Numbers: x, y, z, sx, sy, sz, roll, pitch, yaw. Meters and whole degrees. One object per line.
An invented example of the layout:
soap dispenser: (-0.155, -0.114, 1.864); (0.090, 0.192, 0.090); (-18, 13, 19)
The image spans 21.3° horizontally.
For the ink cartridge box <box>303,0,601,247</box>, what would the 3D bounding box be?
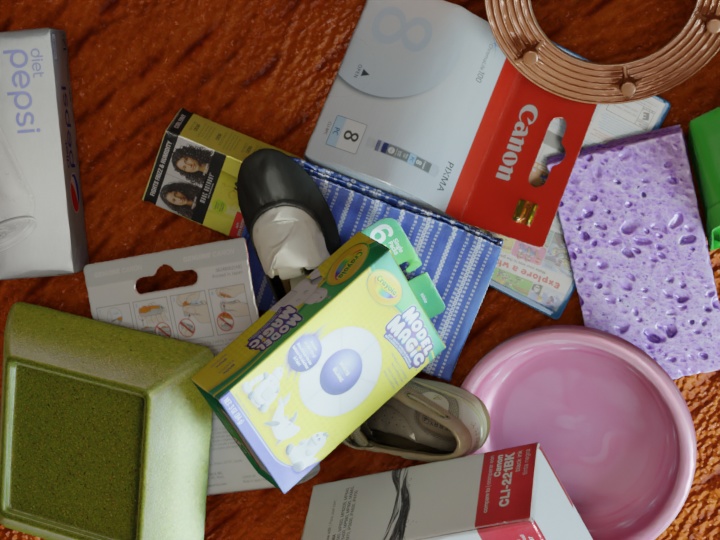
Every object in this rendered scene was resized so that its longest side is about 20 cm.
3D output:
ink cartridge box: (0.076, -0.124, 1.509); (0.200, 0.047, 0.160); (19, 76, 12)

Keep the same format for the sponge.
sponge: (0.225, -0.008, 1.538); (0.111, 0.030, 0.200); (-12, 104, 11)

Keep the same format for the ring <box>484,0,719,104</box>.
ring: (0.194, -0.213, 1.456); (0.200, 0.019, 0.201); (1, 122, 1)

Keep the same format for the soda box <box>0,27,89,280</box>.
soda box: (-0.269, -0.095, 1.557); (0.068, 0.063, 0.200); (-4, 95, 3)

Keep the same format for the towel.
towel: (0.000, 0.000, 1.521); (0.200, 0.024, 0.145); (21, 122, 1)

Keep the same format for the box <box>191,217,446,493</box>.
box: (-0.019, 0.062, 1.453); (0.200, 0.048, 0.117); (-43, 129, -15)

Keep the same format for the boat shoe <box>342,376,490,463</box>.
boat shoe: (0.003, 0.111, 1.541); (0.200, 0.065, 0.072); (15, 108, 22)

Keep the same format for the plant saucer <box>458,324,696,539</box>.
plant saucer: (0.173, 0.136, 1.547); (0.200, 0.051, 0.201); (5, 107, 16)

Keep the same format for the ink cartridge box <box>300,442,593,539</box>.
ink cartridge box: (0.070, 0.227, 1.509); (0.200, 0.084, 0.144); (-14, 129, 21)

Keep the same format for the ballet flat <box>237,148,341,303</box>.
ballet flat: (-0.043, 0.001, 1.480); (0.068, 0.068, 0.200); (-17, 118, 8)

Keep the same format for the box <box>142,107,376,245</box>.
box: (-0.070, -0.056, 1.548); (0.200, 0.050, 0.075); (23, 121, -1)

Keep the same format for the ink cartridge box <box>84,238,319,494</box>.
ink cartridge box: (-0.130, 0.080, 1.543); (0.160, 0.047, 0.200); (-9, 94, 28)

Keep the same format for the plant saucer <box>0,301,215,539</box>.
plant saucer: (-0.218, 0.142, 1.537); (0.199, 0.048, 0.200); (12, 105, 25)

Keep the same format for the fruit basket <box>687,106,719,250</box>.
fruit basket: (0.369, -0.057, 1.487); (0.215, 0.156, 0.216); (-1, 83, 9)

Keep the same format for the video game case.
video game case: (0.144, -0.080, 1.565); (0.143, 0.018, 0.200); (27, 96, -1)
